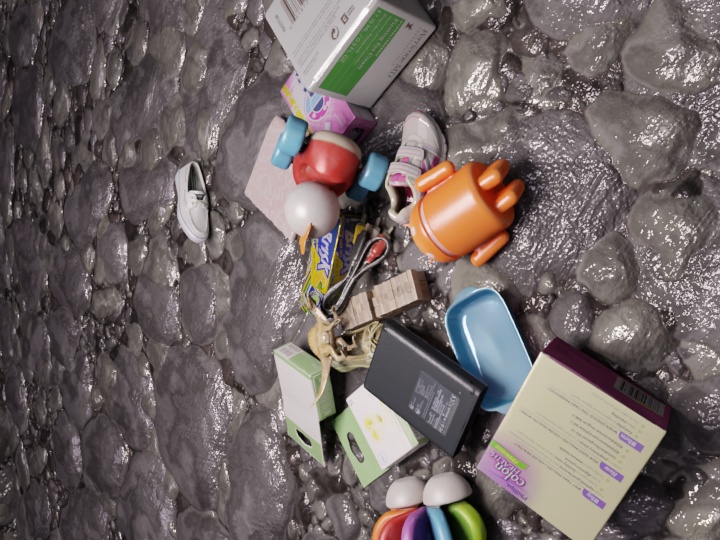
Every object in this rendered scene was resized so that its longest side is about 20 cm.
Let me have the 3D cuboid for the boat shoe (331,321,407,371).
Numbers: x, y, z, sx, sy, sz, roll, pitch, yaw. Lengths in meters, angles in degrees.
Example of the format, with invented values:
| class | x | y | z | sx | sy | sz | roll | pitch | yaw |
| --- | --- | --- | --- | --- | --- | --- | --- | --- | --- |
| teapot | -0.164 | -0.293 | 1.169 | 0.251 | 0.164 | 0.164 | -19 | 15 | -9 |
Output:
| class | x | y | z | sx | sy | sz | roll | pitch | yaw |
| --- | --- | --- | --- | --- | --- | --- | --- | --- | --- |
| boat shoe | 0.001 | 0.135 | 1.146 | 0.199 | 0.063 | 0.074 | -20 | 48 | 45 |

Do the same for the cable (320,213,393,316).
| class | x | y | z | sx | sy | sz | roll | pitch | yaw |
| --- | --- | --- | --- | --- | --- | --- | --- | --- | --- |
| cable | 0.000 | 0.000 | 1.147 | 0.096 | 0.050 | 0.203 | 26 | 96 | 33 |

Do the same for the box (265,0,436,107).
| class | x | y | z | sx | sy | sz | roll | pitch | yaw |
| --- | --- | --- | --- | --- | --- | --- | --- | --- | --- |
| box | -0.020 | -0.433 | 1.094 | 0.199 | 0.170 | 0.202 | -44 | 64 | 33 |

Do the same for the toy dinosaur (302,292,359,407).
| class | x | y | z | sx | sy | sz | roll | pitch | yaw |
| --- | --- | --- | --- | --- | --- | --- | --- | --- | --- |
| toy dinosaur | -0.055 | 0.136 | 1.128 | 0.100 | 0.058 | 0.204 | -10 | 85 | 37 |

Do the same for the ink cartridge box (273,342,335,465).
| class | x | y | z | sx | sy | sz | roll | pitch | yaw |
| --- | --- | --- | --- | --- | --- | --- | --- | --- | --- |
| ink cartridge box | -0.106 | 0.261 | 1.248 | 0.145 | 0.047 | 0.204 | 22 | 126 | 51 |

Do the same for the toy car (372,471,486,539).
| class | x | y | z | sx | sy | sz | roll | pitch | yaw |
| --- | --- | --- | --- | --- | --- | --- | --- | --- | --- |
| toy car | 0.103 | 0.431 | 1.016 | 0.198 | 0.148 | 0.179 | -22 | 76 | 40 |

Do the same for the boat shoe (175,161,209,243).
| class | x | y | z | sx | sy | sz | roll | pitch | yaw |
| --- | --- | --- | --- | --- | --- | --- | --- | --- | --- |
| boat shoe | -0.399 | -0.168 | 1.506 | 0.066 | 0.073 | 0.203 | -35 | 67 | 39 |

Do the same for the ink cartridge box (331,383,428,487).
| class | x | y | z | sx | sy | sz | roll | pitch | yaw |
| --- | --- | --- | --- | --- | --- | --- | --- | --- | --- |
| ink cartridge box | 0.020 | 0.295 | 1.158 | 0.200 | 0.048 | 0.147 | -45 | 63 | 30 |

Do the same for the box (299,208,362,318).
| class | x | y | z | sx | sy | sz | roll | pitch | yaw |
| --- | --- | --- | --- | --- | --- | --- | --- | --- | --- |
| box | -0.055 | -0.014 | 1.202 | 0.064 | 0.069 | 0.204 | 22 | 106 | 37 |

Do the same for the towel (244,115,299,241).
| class | x | y | z | sx | sy | sz | roll | pitch | yaw |
| --- | --- | --- | --- | --- | --- | --- | --- | --- | --- |
| towel | -0.153 | -0.192 | 1.313 | 0.200 | 0.032 | 0.193 | 44 | 119 | 33 |

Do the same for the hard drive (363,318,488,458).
| class | x | y | z | sx | sy | sz | roll | pitch | yaw |
| --- | --- | --- | --- | --- | --- | --- | --- | --- | --- |
| hard drive | 0.099 | 0.190 | 1.033 | 0.199 | 0.033 | 0.142 | 34 | 122 | 29 |

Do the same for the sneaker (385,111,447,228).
| class | x | y | z | sx | sy | sz | roll | pitch | yaw |
| --- | --- | --- | --- | --- | --- | --- | --- | --- | --- |
| sneaker | 0.089 | -0.166 | 1.056 | 0.080 | 0.087 | 0.205 | 1 | 92 | 41 |

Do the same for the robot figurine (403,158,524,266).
| class | x | y | z | sx | sy | sz | roll | pitch | yaw |
| --- | --- | --- | --- | --- | --- | --- | --- | --- | --- |
| robot figurine | 0.158 | -0.087 | 0.979 | 0.199 | 0.142 | 0.118 | -34 | 47 | 36 |

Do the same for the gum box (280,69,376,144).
| class | x | y | z | sx | sy | sz | roll | pitch | yaw |
| --- | --- | --- | --- | --- | --- | --- | --- | --- | --- |
| gum box | -0.062 | -0.309 | 1.204 | 0.114 | 0.066 | 0.202 | -45 | 63 | 32 |

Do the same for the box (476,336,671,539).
| class | x | y | z | sx | sy | sz | roll | pitch | yaw |
| --- | --- | --- | --- | --- | --- | --- | --- | --- | --- |
| box | 0.287 | 0.229 | 0.859 | 0.174 | 0.096 | 0.203 | 32 | 111 | 23 |

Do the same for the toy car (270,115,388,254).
| class | x | y | z | sx | sy | sz | roll | pitch | yaw |
| --- | --- | --- | --- | --- | --- | --- | --- | --- | --- |
| toy car | -0.078 | -0.123 | 1.079 | 0.177 | 0.182 | 0.203 | 161 | 130 | -73 |

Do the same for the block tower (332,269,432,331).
| class | x | y | z | sx | sy | sz | roll | pitch | yaw |
| --- | --- | --- | --- | --- | --- | --- | --- | --- | --- |
| block tower | 0.039 | 0.057 | 1.130 | 0.198 | 0.057 | 0.055 | -27 | 74 | 41 |

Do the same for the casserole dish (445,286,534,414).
| class | x | y | z | sx | sy | sz | roll | pitch | yaw |
| --- | --- | --- | --- | --- | --- | --- | --- | --- | --- |
| casserole dish | 0.208 | 0.122 | 0.989 | 0.121 | 0.038 | 0.203 | -34 | 68 | 38 |
